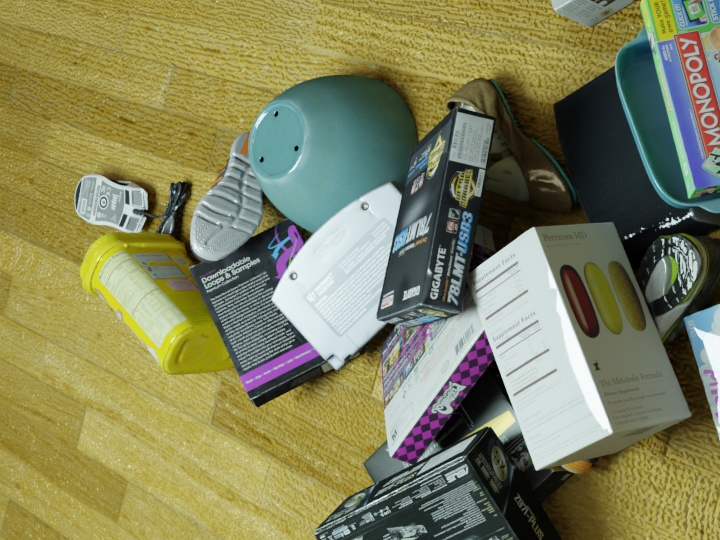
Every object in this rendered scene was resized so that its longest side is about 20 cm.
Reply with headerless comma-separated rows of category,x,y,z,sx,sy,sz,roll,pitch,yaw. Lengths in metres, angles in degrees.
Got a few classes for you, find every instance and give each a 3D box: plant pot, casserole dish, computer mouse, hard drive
plant pot,-0.052,-0.141,1.532,0.200,0.135,0.201,-6,80,40
casserole dish,0.312,-0.141,1.244,0.121,0.039,0.200,-14,72,-8
computer mouse,-0.319,-0.090,1.818,0.200,0.044,0.110,19,101,35
hard drive,0.270,-0.109,1.310,0.135,0.042,0.200,-31,66,34

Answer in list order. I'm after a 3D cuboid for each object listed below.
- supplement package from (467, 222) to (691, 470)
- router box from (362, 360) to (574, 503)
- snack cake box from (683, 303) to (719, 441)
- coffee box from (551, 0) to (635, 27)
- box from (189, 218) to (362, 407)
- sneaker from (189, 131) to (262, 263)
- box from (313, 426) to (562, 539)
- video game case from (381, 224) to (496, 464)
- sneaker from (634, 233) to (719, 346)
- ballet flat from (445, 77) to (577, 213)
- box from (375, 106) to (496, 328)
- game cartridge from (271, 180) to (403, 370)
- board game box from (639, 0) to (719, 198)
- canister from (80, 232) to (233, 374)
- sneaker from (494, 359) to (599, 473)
supplement package,0.200,0.068,1.219,0.110,0.114,0.200,-38,65,47
router box,0.113,0.210,1.398,0.200,0.052,0.157,-47,58,26
snack cake box,0.379,0.119,1.171,0.115,0.067,0.200,-25,69,35
coffee box,0.279,-0.346,1.308,0.200,0.080,0.115,-27,68,36
box,-0.104,0.047,1.571,0.143,0.036,0.200,-26,63,-4
sneaker,-0.163,-0.070,1.624,0.112,0.077,0.200,-55,8,53
box,0.083,0.278,1.318,0.200,0.086,0.164,-32,90,27
video game case,0.085,0.075,1.377,0.200,0.036,0.181,-58,21,29
sneaker,0.292,0.043,1.256,0.074,0.081,0.200,60,140,31
ballet flat,0.150,-0.126,1.390,0.200,0.072,0.068,60,164,29
box,0.075,-0.047,1.337,0.200,0.050,0.199,151,132,-78
game cartridge,0.000,0.000,1.481,0.200,0.040,0.133,-43,89,15
board game box,0.349,-0.175,1.212,0.134,0.029,0.200,-10,74,0
canister,-0.245,0.042,1.666,0.200,0.148,0.087,43,117,34
sneaker,0.198,0.104,1.329,0.077,0.078,0.200,-41,70,28
